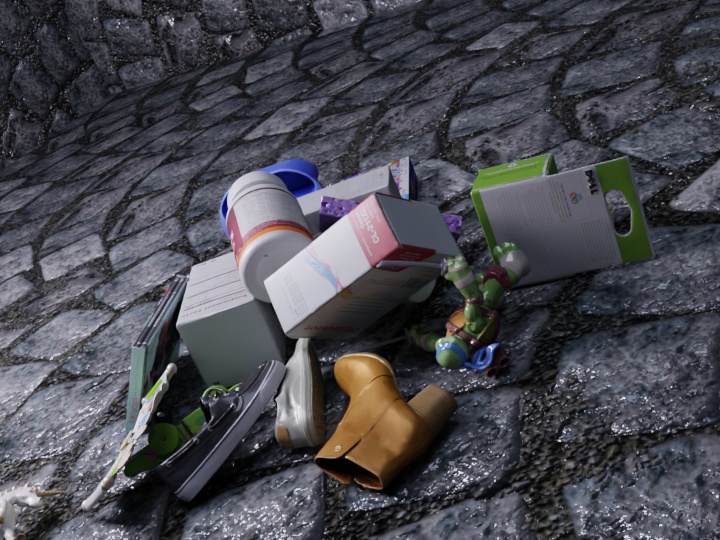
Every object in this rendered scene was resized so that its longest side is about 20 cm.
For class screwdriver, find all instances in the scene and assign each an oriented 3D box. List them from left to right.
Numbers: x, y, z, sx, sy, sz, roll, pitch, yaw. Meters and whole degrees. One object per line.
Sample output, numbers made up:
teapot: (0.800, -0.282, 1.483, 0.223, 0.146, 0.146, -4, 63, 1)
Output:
screwdriver: (-0.248, 0.186, 1.269, 0.028, 0.029, 0.200, -35, 3, -13)

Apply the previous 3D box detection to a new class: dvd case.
dvd case: (-0.286, 0.115, 1.415, 0.022, 0.146, 0.200, 13, 28, 2)

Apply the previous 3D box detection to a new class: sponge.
sponge: (0.040, -0.064, 1.436, 0.200, 0.030, 0.112, 8, -14, 0)

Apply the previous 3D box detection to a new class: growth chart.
growth chart: (-0.278, 0.202, 1.225, 0.145, 0.018, 0.200, -48, 13, 45)

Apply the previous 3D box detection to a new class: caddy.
caddy: (-0.143, -0.107, 1.740, 0.200, 0.142, 0.105, -17, 19, 17)

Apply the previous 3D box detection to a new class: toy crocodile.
toy crocodile: (-0.207, 0.200, 1.258, 0.200, 0.062, 0.068, -34, -6, -18)

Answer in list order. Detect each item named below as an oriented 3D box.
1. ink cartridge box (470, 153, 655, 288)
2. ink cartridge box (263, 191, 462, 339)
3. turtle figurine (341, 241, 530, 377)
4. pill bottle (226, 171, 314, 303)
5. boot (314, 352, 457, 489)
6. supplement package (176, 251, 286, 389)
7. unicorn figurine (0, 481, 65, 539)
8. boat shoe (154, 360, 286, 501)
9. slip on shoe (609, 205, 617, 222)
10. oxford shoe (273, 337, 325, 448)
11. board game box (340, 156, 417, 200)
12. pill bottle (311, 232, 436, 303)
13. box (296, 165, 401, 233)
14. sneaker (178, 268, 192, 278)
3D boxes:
ink cartridge box: (0.260, -0.072, 1.283, 0.200, 0.148, 0.076, -12, 25, 22)
ink cartridge box: (0.002, -0.001, 1.247, 0.200, 0.083, 0.146, -37, -24, 27)
turtle figurine: (0.105, 0.029, 1.203, 0.200, 0.144, 0.194, 13, 31, 30)
pill bottle: (-0.126, -0.052, 1.386, 0.109, 0.110, 0.200, -24, 35, -1)
boot: (-0.004, 0.166, 1.120, 0.144, 0.071, 0.201, -37, 31, -30)
supplement package: (-0.178, 0.063, 1.439, 0.117, 0.117, 0.200, -19, 24, 6)
unicorn figurine: (-0.436, 0.317, 1.191, 0.200, 0.074, 0.137, -42, 18, -24)
boat shoe: (-0.168, 0.176, 1.195, 0.200, 0.066, 0.070, -52, 7, -17)
slip on shoe: (0.260, -0.082, 1.410, 0.200, 0.061, 0.076, 3, 35, 46)
oxford shoe: (-0.077, 0.145, 1.231, 0.058, 0.075, 0.200, -17, 29, 8)
board game box: (0.028, -0.121, 1.727, 0.134, 0.045, 0.200, -19, 24, 11)
pill bottle: (0.000, 0.000, 1.410, 0.200, 0.116, 0.116, -3, 31, 41)
box: (-0.027, -0.061, 1.553, 0.200, 0.125, 0.098, -19, 22, 11)
sneaker: (-0.268, 0.047, 1.609, 0.114, 0.076, 0.200, -5, 20, 41)
